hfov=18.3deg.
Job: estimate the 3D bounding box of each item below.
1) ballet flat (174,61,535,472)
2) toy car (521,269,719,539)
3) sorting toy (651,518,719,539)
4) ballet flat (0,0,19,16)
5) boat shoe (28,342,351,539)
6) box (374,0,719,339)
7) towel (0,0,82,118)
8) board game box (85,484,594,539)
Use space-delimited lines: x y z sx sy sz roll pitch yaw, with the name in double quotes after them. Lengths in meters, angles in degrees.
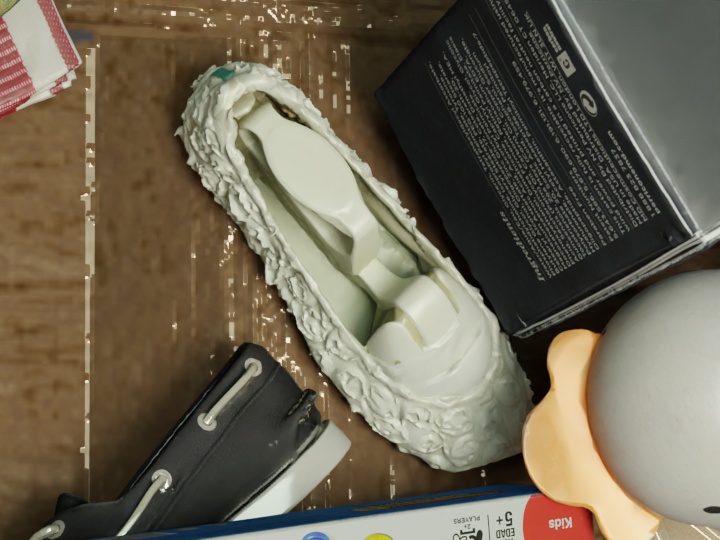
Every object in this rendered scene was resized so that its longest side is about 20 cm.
0.000 0.000 0.880 0.072 0.072 0.200 -42 94 -19 "ballet flat"
0.161 0.058 0.834 0.199 0.184 0.178 -19 90 0 "toy car"
0.206 0.105 0.939 0.184 0.036 0.201 -21 90 -19 "sorting toy"
-0.206 -0.162 0.837 0.200 0.071 0.071 37 72 -4 "ballet flat"
-0.090 0.105 0.830 0.200 0.074 0.060 -41 92 -22 "boat shoe"
0.136 -0.085 0.825 0.199 0.197 0.124 -30 86 -18 "box"
-0.224 -0.101 0.858 0.199 0.023 0.145 -24 85 -21 "towel"
0.000 0.185 0.807 0.199 0.056 0.197 -4 88 -35 "board game box"
